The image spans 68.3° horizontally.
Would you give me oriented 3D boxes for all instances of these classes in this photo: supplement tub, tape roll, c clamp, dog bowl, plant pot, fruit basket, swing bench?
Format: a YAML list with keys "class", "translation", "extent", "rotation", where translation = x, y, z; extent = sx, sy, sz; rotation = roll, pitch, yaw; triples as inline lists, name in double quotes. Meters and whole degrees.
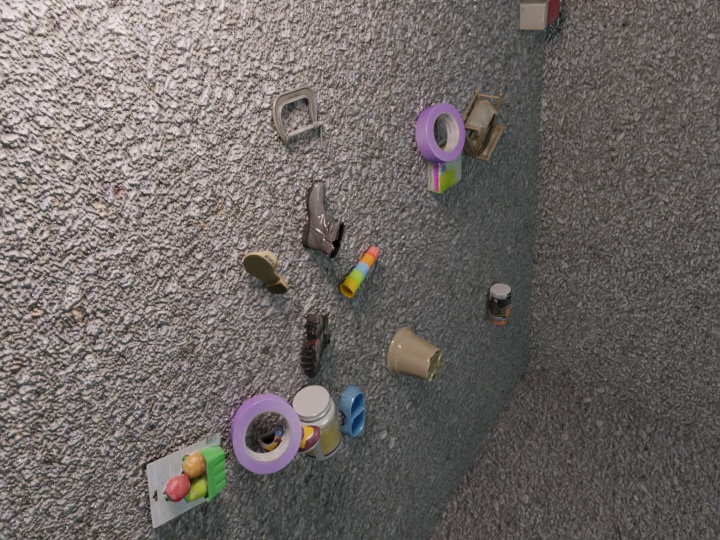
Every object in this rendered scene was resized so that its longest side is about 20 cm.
- class: "supplement tub"
  translation: [0.779, 0.190, 2.967]
  extent: [0.121, 0.119, 0.207]
  rotation: [-33, 129, -43]
- class: "tape roll"
  translation: [0.295, -0.503, 1.956]
  extent: [0.194, 0.065, 0.209]
  rotation: [-3, 94, -35]
- class: "tape roll"
  translation: [-0.265, 0.458, 1.494]
  extent: [0.192, 0.065, 0.209]
  rotation: [-1, 92, -20]
- class: "c clamp"
  translation: [-0.162, -0.399, 1.425]
  extent: [0.198, 0.026, 0.178]
  rotation: [-30, 127, -48]
- class: "dog bowl"
  translation: [-0.027, 0.529, 1.979]
  extent: [0.110, 0.048, 0.208]
  rotation: [-29, 125, -47]
- class: "plant pot"
  translation: [0.233, 0.358, 2.175]
  extent: [0.198, 0.179, 0.208]
  rotation: [-28, 126, -47]
- class: "fruit basket"
  translation: [-0.444, 0.528, 1.354]
  extent: [0.195, 0.093, 0.193]
  rotation: [-13, 114, -36]
- class: "supplement tub"
  translation: [-0.141, 0.490, 1.712]
  extent: [0.145, 0.142, 0.206]
  rotation: [-41, 134, -38]
- class: "swing bench"
  translation: [0.519, -0.616, 2.259]
  extent: [0.203, 0.126, 0.202]
  rotation: [-59, 149, -22]

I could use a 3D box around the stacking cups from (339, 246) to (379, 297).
- class: "stacking cups"
  translation: [0.000, 0.000, 1.810]
  extent: [0.202, 0.059, 0.062]
  rotation: [-56, 143, -34]

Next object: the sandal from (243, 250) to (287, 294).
- class: "sandal"
  translation: [-0.254, -0.015, 1.430]
  extent: [0.213, 0.075, 0.072]
  rotation: [60, 24, -55]

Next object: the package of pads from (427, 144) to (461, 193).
- class: "package of pads"
  translation: [0.339, -0.410, 2.123]
  extent: [0.198, 0.066, 0.160]
  rotation: [-35, 130, -43]

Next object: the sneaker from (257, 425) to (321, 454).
- class: "sneaker"
  translation: [-0.212, 0.500, 1.584]
  extent: [0.076, 0.194, 0.092]
  rotation: [-99, 164, -52]

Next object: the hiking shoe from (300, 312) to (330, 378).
- class: "hiking shoe"
  translation: [-0.129, 0.239, 1.688]
  extent: [0.099, 0.074, 0.209]
  rotation: [-3, 104, -51]

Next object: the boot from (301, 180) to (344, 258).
- class: "boot"
  translation: [-0.096, -0.148, 1.531]
  extent: [0.069, 0.128, 0.209]
  rotation: [-10, 111, -51]
